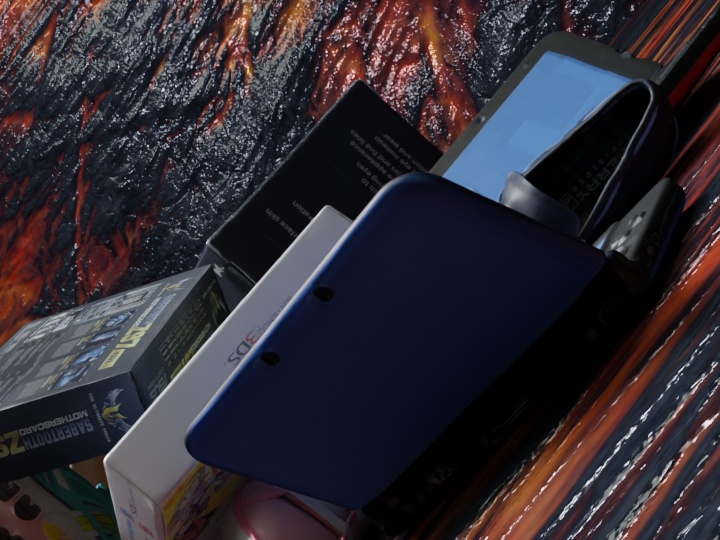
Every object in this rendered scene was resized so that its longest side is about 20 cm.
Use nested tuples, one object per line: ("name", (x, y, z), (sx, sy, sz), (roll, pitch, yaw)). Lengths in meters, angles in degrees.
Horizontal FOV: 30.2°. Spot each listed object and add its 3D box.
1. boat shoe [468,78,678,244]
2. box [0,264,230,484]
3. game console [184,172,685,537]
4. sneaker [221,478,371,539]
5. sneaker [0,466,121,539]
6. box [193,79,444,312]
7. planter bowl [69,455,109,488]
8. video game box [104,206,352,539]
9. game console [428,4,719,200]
("boat shoe", (0.097, -0.034, 0.753), (0.201, 0.084, 0.069), (-52, -27, -11))
("box", (-0.182, 0.069, 0.882), (0.156, 0.052, 0.200), (-18, 16, 13))
("game console", (0.038, 0.022, 0.631), (0.200, 0.118, 0.171), (-49, 1, 35))
("sneaker", (-0.012, 0.111, 0.762), (0.105, 0.075, 0.200), (-55, -5, 13))
("sneaker", (-0.184, 0.186, 0.922), (0.077, 0.201, 0.080), (-35, 9, 33))
("box", (0.000, 0.000, 1.035), (0.200, 0.196, 0.118), (-49, 0, -30))
("planter bowl", (-0.112, 0.162, 1.006), (0.134, 0.202, 0.200), (-13, -24, -39))
("video game box", (-0.068, 0.085, 0.798), (0.200, 0.047, 0.183), (-50, -12, -27))
("game console", (0.134, -0.101, 0.900), (0.201, 0.118, 0.173), (-50, -8, -16))
